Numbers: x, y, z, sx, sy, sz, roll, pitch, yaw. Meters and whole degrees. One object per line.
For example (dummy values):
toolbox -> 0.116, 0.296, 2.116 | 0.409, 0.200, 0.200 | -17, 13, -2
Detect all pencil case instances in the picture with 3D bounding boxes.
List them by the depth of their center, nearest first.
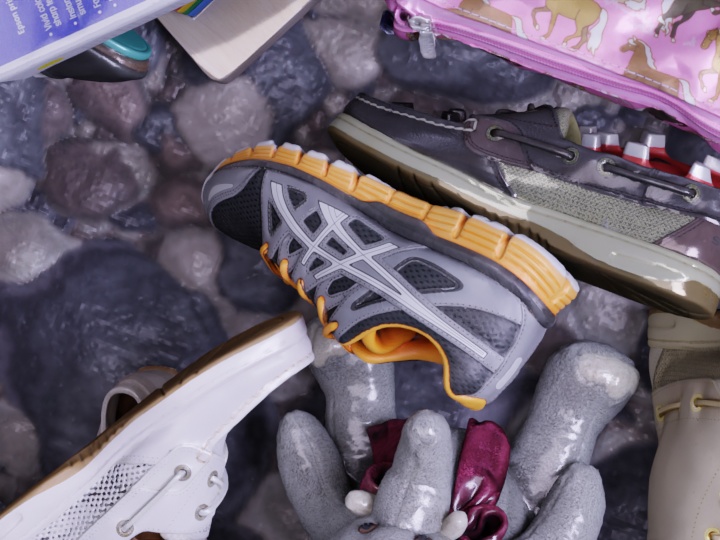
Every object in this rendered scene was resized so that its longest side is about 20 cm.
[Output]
pencil case -> 0.109, -0.118, 1.319 | 0.199, 0.083, 0.087 | 20, 90, 8

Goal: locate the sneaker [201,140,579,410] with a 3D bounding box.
sneaker -> 0.000, 0.000, 1.278 | 0.199, 0.078, 0.077 | 21, 80, 36

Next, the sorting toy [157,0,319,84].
sorting toy -> -0.064, -0.231, 1.353 | 0.199, 0.070, 0.200 | -42, 84, 7

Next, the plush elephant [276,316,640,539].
plush elephant -> 0.026, 0.118, 1.295 | 0.164, 0.155, 0.201 | 13, 92, 9

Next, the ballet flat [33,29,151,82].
ballet flat -> -0.190, -0.139, 1.380 | 0.200, 0.068, 0.069 | 41, 106, 13

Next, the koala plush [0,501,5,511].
koala plush -> -0.296, 0.146, 1.326 | 0.177, 0.200, 0.184 | 36, 96, 7

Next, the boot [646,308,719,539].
boot -> 0.182, 0.099, 1.259 | 0.072, 0.200, 0.156 | 5, 92, -24

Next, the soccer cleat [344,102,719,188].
soccer cleat -> 0.088, -0.027, 1.335 | 0.199, 0.069, 0.086 | 9, 100, 12

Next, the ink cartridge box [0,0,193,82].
ink cartridge box -> -0.156, -0.198, 1.311 | 0.199, 0.047, 0.198 | -23, 88, 9

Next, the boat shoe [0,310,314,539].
boat shoe -> -0.092, 0.097, 1.310 | 0.200, 0.071, 0.069 | -38, 91, 11

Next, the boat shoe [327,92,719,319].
boat shoe -> 0.081, -0.042, 1.270 | 0.200, 0.072, 0.066 | 25, 81, 24

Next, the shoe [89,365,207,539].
shoe -> -0.107, 0.148, 1.369 | 0.070, 0.053, 0.201 | -2, 90, 9
